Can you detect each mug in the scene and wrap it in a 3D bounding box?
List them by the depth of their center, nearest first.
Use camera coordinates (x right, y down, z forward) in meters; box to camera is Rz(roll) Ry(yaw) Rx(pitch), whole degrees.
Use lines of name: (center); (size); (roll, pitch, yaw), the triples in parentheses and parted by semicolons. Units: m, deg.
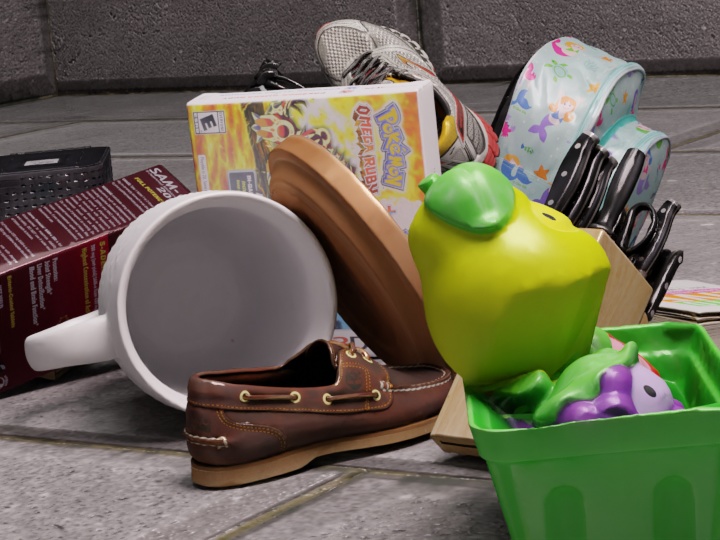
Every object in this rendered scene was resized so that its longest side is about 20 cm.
mug: (-0.131, 0.028, 1.430); (0.199, 0.148, 0.175); (-18, 6, -14)

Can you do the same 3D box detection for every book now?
book: (0.238, 0.037, 1.481); (0.133, 0.048, 0.200); (-5, 7, -24)

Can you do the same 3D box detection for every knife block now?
knife block: (0.122, 0.010, 1.285); (0.064, 0.177, 0.199); (3, 13, 42)

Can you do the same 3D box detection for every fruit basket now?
fruit basket: (0.106, 0.040, 1.055); (0.155, 0.217, 0.216); (-5, 10, 2)

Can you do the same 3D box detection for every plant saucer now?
plant saucer: (0.000, 0.000, 1.405); (0.032, 0.201, 0.200); (-36, 18, -12)

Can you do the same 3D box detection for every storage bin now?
storage bin: (-0.333, -0.073, 2.249); (0.134, 0.094, 0.200); (-5, 9, -3)

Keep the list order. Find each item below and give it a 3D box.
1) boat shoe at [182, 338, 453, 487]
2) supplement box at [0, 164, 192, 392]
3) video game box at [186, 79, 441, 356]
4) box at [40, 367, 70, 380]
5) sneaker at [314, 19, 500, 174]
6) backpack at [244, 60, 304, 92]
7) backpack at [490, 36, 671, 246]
boat shoe: (-0.020, 0.077, 1.291); (0.199, 0.071, 0.070); (-12, 11, -40)
supplement box: (-0.215, 0.008, 1.548); (0.199, 0.109, 0.061); (-23, 44, -30)
video game box: (-0.028, -0.034, 1.555); (0.181, 0.201, 0.047); (-3, 14, 16)
box: (-0.297, 0.032, 1.662); (0.199, 0.021, 0.163); (10, 20, 15)
sneaker: (0.031, -0.149, 1.730); (0.200, 0.078, 0.082); (41, 7, 32)
backpack: (-0.034, -0.059, 1.752); (0.199, 0.151, 0.178); (32, 7, -7)
backpack: (0.175, -0.091, 1.783); (0.150, 0.201, 0.177); (21, 18, 20)
